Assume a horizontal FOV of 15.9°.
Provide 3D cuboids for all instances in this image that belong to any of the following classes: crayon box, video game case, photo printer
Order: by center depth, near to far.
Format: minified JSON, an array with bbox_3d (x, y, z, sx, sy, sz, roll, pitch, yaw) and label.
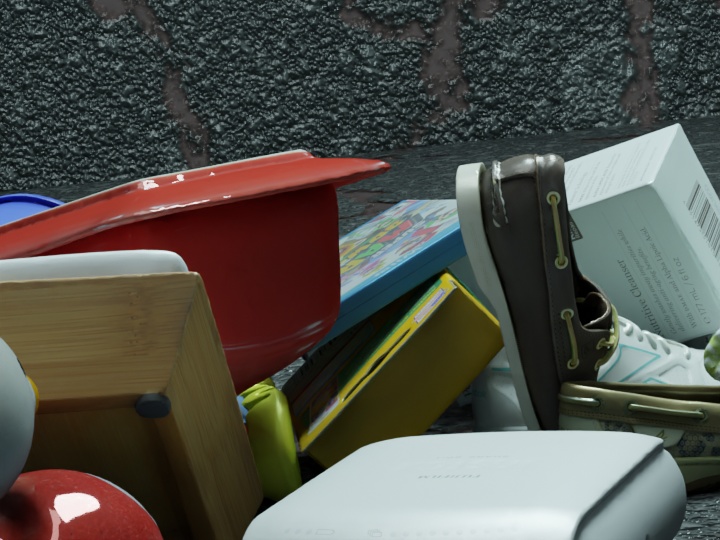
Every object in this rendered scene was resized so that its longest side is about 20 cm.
[{"bbox_3d":[0.044,0.123,1.149,0.165,0.070,0.200,-2,8,21],"label":"photo printer"},{"bbox_3d":[0.018,0.057,1.475,0.126,0.052,0.200,-47,8,2],"label":"crayon box"},{"bbox_3d":[0.000,0.000,1.517,0.143,0.018,0.200,-31,9,-13],"label":"video game case"}]

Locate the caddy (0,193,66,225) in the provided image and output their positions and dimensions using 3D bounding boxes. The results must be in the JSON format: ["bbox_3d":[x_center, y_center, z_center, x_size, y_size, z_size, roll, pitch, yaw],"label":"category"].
[{"bbox_3d":[-0.217,0.047,1.502,0.200,0.142,0.105,-40,-2,24],"label":"caddy"}]

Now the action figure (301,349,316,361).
[{"bbox_3d":[-0.073,0.028,1.689,0.133,0.150,0.200,-3,-8,-30],"label":"action figure"}]

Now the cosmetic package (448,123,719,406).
[{"bbox_3d":[0.129,-0.001,1.612,0.199,0.113,0.081,-21,21,30],"label":"cosmetic package"}]

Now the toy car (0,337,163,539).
[{"bbox_3d":[-0.167,0.084,1.100,0.176,0.202,0.184,-12,10,-38],"label":"toy car"}]

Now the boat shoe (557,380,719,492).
[{"bbox_3d":[0.200,0.078,1.386,0.199,0.063,0.073,-8,8,-21],"label":"boat shoe"}]

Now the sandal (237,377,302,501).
[{"bbox_3d":[-0.088,0.088,1.484,0.086,0.080,0.200,-11,7,-7],"label":"sandal"}]

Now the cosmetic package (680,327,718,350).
[{"bbox_3d":[0.205,0.044,1.671,0.082,0.051,0.200,-9,9,-26],"label":"cosmetic package"}]

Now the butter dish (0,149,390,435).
[{"bbox_3d":[-0.096,0.028,1.364,0.199,0.149,0.199,-14,0,43],"label":"butter dish"}]

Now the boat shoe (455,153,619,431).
[{"bbox_3d":[0.106,0.024,1.388,0.059,0.201,0.072,-12,31,14],"label":"boat shoe"}]

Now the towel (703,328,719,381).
[{"bbox_3d":[0.308,0.006,1.473,0.200,0.048,0.171,-38,-27,25],"label":"towel"}]

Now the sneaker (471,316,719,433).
[{"bbox_3d":[0.156,0.059,1.505,0.199,0.081,0.070,-7,6,-23],"label":"sneaker"}]

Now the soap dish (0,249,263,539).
[{"bbox_3d":[-0.138,0.078,1.251,0.156,0.082,0.201,-4,-37,6],"label":"soap dish"}]
